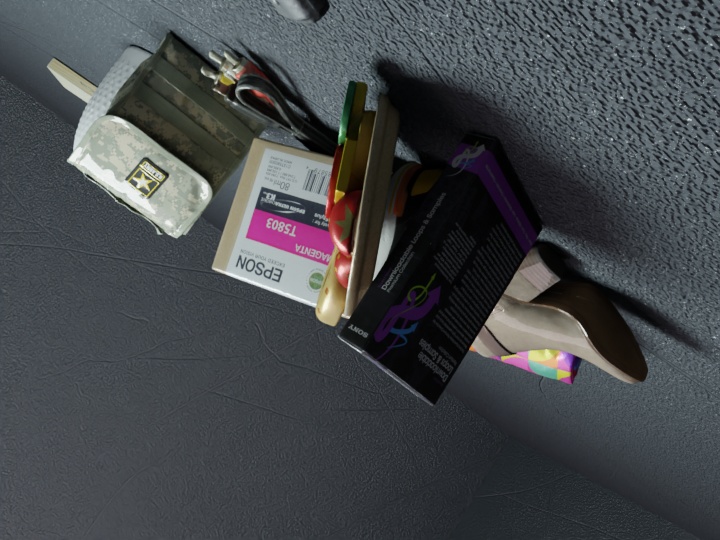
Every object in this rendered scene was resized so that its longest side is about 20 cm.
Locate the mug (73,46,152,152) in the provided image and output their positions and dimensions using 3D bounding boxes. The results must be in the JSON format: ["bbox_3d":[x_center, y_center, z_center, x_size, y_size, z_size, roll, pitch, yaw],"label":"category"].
[{"bbox_3d":[-0.307,-0.192,1.011,0.200,0.176,0.147,37,171,-25],"label":"mug"}]

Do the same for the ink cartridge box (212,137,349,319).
[{"bbox_3d":[-0.052,-0.046,0.782,0.199,0.166,0.075,17,178,25],"label":"ink cartridge box"}]

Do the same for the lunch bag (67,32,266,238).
[{"bbox_3d":[-0.239,-0.159,0.858,0.164,0.200,0.117,38,171,-23],"label":"lunch bag"}]

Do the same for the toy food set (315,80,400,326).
[{"bbox_3d":[-0.003,-0.058,0.604,0.048,0.199,0.200,10,162,1],"label":"toy food set"}]

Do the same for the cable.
[{"bbox_3d":[-0.078,-0.178,0.761,0.199,0.051,0.097,24,170,-31],"label":"cable"}]

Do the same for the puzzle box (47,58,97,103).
[{"bbox_3d":[-0.578,-0.376,1.513,0.200,0.025,0.133,34,171,-5],"label":"puzzle box"}]

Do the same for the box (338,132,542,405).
[{"bbox_3d":[0.076,0.005,0.593,0.036,0.201,0.143,25,168,38],"label":"box"}]

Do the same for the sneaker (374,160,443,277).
[{"bbox_3d":[0.065,-0.004,0.697,0.090,0.201,0.070,22,-154,39],"label":"sneaker"}]

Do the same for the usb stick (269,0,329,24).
[{"bbox_3d":[-0.089,-0.235,0.433,0.055,0.033,0.200,28,171,44],"label":"usb stick"}]

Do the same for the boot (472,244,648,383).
[{"bbox_3d":[0.187,0.061,0.741,0.200,0.070,0.146,50,135,-2],"label":"boot"}]

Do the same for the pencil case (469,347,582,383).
[{"bbox_3d":[0.179,0.068,0.832,0.199,0.089,0.088,14,164,27],"label":"pencil case"}]
